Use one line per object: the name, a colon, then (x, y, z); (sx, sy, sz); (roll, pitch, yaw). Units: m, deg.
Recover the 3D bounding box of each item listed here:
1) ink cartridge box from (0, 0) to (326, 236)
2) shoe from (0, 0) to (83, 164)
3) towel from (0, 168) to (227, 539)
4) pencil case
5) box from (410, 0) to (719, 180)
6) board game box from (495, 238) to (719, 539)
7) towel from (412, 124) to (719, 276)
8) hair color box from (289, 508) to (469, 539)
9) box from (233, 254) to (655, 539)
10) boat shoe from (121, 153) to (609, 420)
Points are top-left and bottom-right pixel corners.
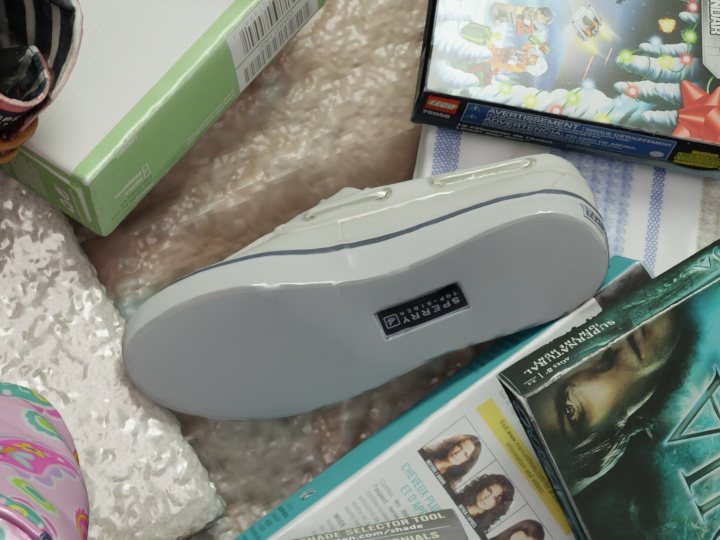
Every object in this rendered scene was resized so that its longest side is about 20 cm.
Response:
ink cartridge box: (-0.136, -0.123, 1.152); (0.200, 0.048, 0.146); (33, 68, 23)
shoe: (-0.157, -0.055, 1.056); (0.091, 0.071, 0.200); (14, 115, 37)
towel: (-0.156, 0.046, 1.140); (0.132, 0.034, 0.200); (-30, 85, -8)
pencil case: (-0.143, 0.095, 1.017); (0.087, 0.200, 0.088); (-1, 99, -4)
box: (0.103, -0.147, 1.170); (0.137, 0.040, 0.200); (10, 71, -5)
board game box: (0.151, 0.089, 1.109); (0.135, 0.028, 0.200); (-31, 117, -8)
towel: (0.121, -0.050, 1.183); (0.200, 0.024, 0.147); (9, 78, -5)
hair color box: (0.002, 0.202, 1.077); (0.109, 0.065, 0.200); (-10, 105, -6)
box: (0.052, 0.085, 1.128); (0.200, 0.049, 0.082); (-36, 98, -5)
boat shoe: (0.000, 0.000, 1.125); (0.200, 0.070, 0.071); (-19, 123, 9)
